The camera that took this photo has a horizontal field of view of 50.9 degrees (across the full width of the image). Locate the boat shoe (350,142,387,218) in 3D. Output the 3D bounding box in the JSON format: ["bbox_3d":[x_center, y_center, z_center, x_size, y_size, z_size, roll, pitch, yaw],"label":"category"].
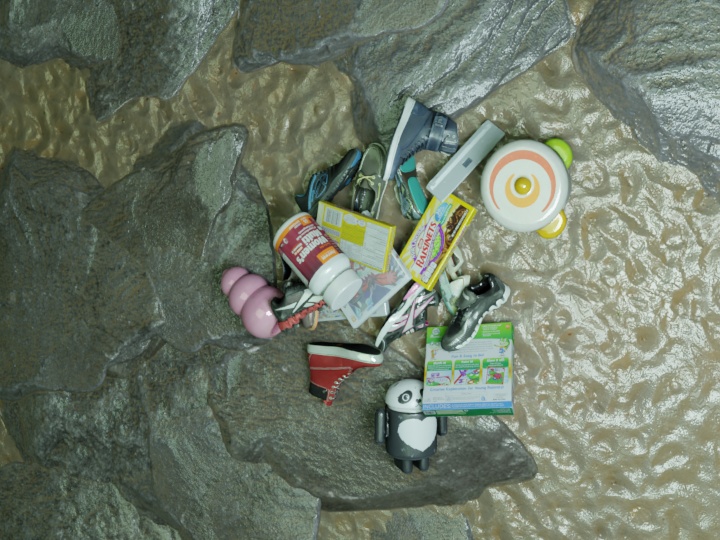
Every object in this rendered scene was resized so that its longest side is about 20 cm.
[{"bbox_3d":[0.018,-0.186,1.720,0.070,0.060,0.208,12,99,17],"label":"boat shoe"}]

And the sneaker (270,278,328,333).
[{"bbox_3d":[-0.123,0.052,1.709,0.198,0.071,0.099,-34,101,13],"label":"sneaker"}]

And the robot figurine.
[{"bbox_3d":[0.114,0.349,1.704,0.122,0.149,0.206,3,97,31],"label":"robot figurine"}]

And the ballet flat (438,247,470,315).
[{"bbox_3d":[0.202,0.001,1.668,0.070,0.068,0.205,-23,84,43],"label":"ballet flat"}]

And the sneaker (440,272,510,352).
[{"bbox_3d":[0.234,0.082,1.630,0.200,0.091,0.066,-46,37,-4],"label":"sneaker"}]

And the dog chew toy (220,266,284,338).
[{"bbox_3d":[-0.259,0.067,1.813,0.199,0.124,0.126,42,106,19],"label":"dog chew toy"}]

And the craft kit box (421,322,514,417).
[{"bbox_3d":[0.234,0.214,1.636,0.194,0.049,0.202,-5,59,20],"label":"craft kit box"}]

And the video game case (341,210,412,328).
[{"bbox_3d":[0.000,0.000,1.704,0.200,0.023,0.184,-43,75,31],"label":"video game case"}]

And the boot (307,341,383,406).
[{"bbox_3d":[-0.035,0.248,1.777,0.195,0.072,0.149,1,96,27],"label":"boot"}]

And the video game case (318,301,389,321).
[{"bbox_3d":[-0.032,0.019,1.759,0.195,0.023,0.188,-6,93,31],"label":"video game case"}]

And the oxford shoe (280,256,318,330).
[{"bbox_3d":[-0.149,0.044,1.782,0.071,0.071,0.206,-20,82,53],"label":"oxford shoe"}]

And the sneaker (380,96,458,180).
[{"bbox_3d":[0.132,-0.262,1.624,0.143,0.077,0.206,23,69,-3],"label":"sneaker"}]

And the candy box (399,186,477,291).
[{"bbox_3d":[0.162,-0.069,1.646,0.101,0.026,0.203,33,98,30],"label":"candy box"}]

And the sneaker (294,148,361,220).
[{"bbox_3d":[-0.076,-0.208,1.744,0.082,0.073,0.201,43,106,12],"label":"sneaker"}]

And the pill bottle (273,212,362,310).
[{"bbox_3d":[-0.091,-0.019,1.635,0.200,0.109,0.110,47,107,17],"label":"pill bottle"}]

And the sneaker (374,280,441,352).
[{"bbox_3d":[0.109,0.114,1.712,0.086,0.080,0.202,36,111,1],"label":"sneaker"}]

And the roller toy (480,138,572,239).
[{"bbox_3d":[0.342,-0.173,1.568,0.177,0.139,0.206,5,97,18],"label":"roller toy"}]

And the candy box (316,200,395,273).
[{"bbox_3d":[-0.016,-0.076,1.662,0.196,0.026,0.105,22,114,29],"label":"candy box"}]

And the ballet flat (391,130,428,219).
[{"bbox_3d":[0.094,-0.210,1.693,0.072,0.074,0.206,-16,86,19],"label":"ballet flat"}]

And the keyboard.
[{"bbox_3d":[0.226,-0.237,1.638,0.200,0.011,0.056,-47,66,3],"label":"keyboard"}]
